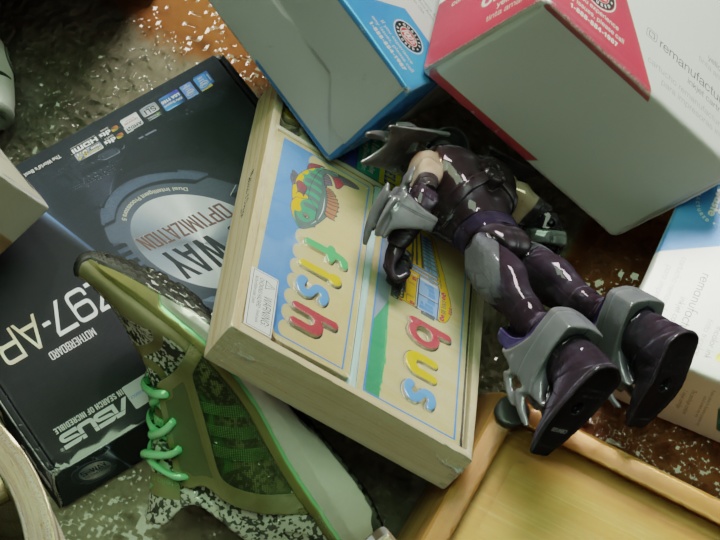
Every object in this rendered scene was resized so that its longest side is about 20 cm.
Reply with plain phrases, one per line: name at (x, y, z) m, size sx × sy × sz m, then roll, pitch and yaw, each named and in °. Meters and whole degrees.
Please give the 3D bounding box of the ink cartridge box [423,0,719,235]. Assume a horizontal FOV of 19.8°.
ink cartridge box at (0.123, -0.144, 1.046) m, size 0.145 × 0.083 × 0.200 m, roll 37°, pitch 44°, yaw -26°

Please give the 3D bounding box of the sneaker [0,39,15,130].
sneaker at (-0.274, -0.078, 1.066) m, size 0.200 × 0.074 × 0.089 m, roll -21°, pitch 63°, yaw -11°

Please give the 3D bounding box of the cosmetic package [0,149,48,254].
cosmetic package at (-0.262, -0.005, 0.994) m, size 0.200 × 0.071 × 0.105 m, roll -42°, pitch 69°, yaw 2°

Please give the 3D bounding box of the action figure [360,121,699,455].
action figure at (0.067, -0.005, 0.978) m, size 0.130 × 0.069 × 0.200 m, roll 1°, pitch 38°, yaw -38°

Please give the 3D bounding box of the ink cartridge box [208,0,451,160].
ink cartridge box at (0.022, -0.144, 1.068) m, size 0.116 × 0.068 × 0.200 m, roll 54°, pitch 37°, yaw 4°

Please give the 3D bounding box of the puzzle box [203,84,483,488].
puzzle box at (0.000, 0.000, 0.987) m, size 0.133 × 0.025 × 0.200 m, roll 30°, pitch 36°, yaw -18°

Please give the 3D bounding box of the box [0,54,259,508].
box at (-0.110, 0.001, 1.046) m, size 0.200 × 0.044 × 0.160 m, roll -30°, pitch 67°, yaw -16°

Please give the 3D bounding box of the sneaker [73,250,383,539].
sneaker at (-0.075, 0.078, 0.961) m, size 0.089 × 0.077 × 0.200 m, roll -41°, pitch 101°, yaw -4°

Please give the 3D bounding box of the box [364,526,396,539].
box at (0.030, 0.224, 0.874) m, size 0.121 × 0.032 × 0.200 m, roll -41°, pitch 93°, yaw -5°

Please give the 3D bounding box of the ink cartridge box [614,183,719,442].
ink cartridge box at (0.235, 0.040, 1.021) m, size 0.200 × 0.067 × 0.116 m, roll 22°, pitch 64°, yaw 9°

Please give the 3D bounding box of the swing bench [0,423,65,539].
swing bench at (-0.217, 0.139, 0.884) m, size 0.200 × 0.199 × 0.130 m, roll -10°, pitch 63°, yaw -7°

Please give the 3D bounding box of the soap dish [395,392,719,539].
soap dish at (0.108, 0.157, 0.949) m, size 0.200 × 0.081 × 0.157 m, roll 26°, pitch 65°, yaw 13°
